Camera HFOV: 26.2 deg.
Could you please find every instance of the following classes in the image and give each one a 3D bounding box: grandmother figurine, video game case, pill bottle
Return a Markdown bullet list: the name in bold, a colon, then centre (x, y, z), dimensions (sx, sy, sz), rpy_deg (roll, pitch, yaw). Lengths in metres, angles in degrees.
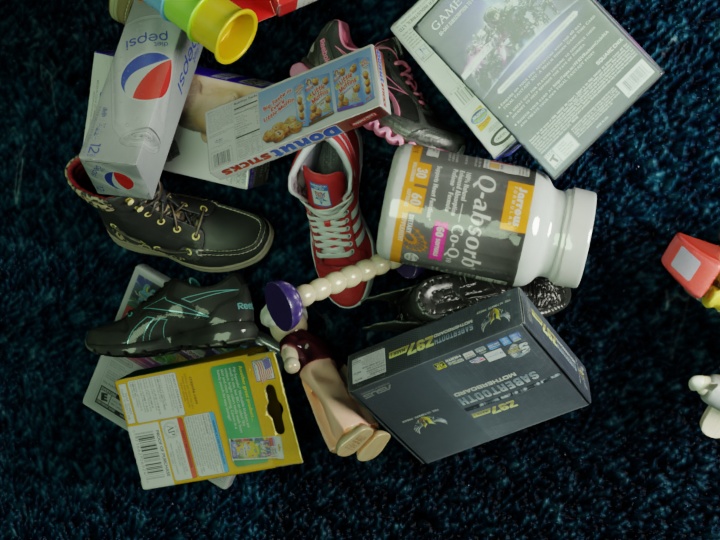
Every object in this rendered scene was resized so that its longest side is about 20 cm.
- **grandmother figurine**: centre (-0.047, 0.104, 1.609), dimensions (0.060, 0.121, 0.201), rpy_deg (-38, 59, 8)
- **video game case**: centre (-0.196, 0.118, 1.718), dimensions (0.199, 0.023, 0.183), rpy_deg (29, 109, 13)
- **pill bottle**: centre (0.121, -0.049, 1.491), dimensions (0.198, 0.116, 0.117), rpy_deg (11, 104, 4)
- **video game case**: centre (0.165, -0.207, 1.448), dimensions (0.143, 0.019, 0.200), rpy_deg (-45, 83, 19)

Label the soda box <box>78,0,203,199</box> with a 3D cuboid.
- **soda box**: centre (-0.217, -0.175, 1.548), dimensions (0.063, 0.068, 0.202), rpy_deg (8, 62, 13)

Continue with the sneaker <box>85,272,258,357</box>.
- **sneaker**: centre (-0.204, 0.052, 1.668), dimensions (0.198, 0.075, 0.080), rpy_deg (-8, 84, 15)

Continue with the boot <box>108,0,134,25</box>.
- **boot**: centre (-0.158, -0.305, 1.596), dimensions (0.154, 0.072, 0.201), rpy_deg (39, 108, 7)

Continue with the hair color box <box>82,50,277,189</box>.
- **hair color box**: centre (-0.190, -0.162, 1.640), dimensions (0.198, 0.065, 0.110), rpy_deg (13, 104, 15)

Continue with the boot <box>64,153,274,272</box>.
- **boot**: centre (-0.202, -0.065, 1.613), dimensions (0.198, 0.151, 0.074), rpy_deg (12, 71, 22)

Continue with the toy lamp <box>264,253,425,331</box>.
- **toy lamp**: centre (0.000, 0.000, 1.543), dimensions (0.058, 0.199, 0.059), rpy_deg (36, 137, 42)

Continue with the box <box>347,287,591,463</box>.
- **box**: centre (0.109, 0.110, 1.545), dimensions (0.199, 0.051, 0.158), rpy_deg (-22, 137, 22)

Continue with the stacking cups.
- **stacking cups**: centre (-0.192, -0.278, 1.536), dimensions (0.199, 0.060, 0.061), rpy_deg (36, 111, 24)

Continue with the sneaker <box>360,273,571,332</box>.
- **sneaker**: centre (0.105, 0.032, 1.571), dimensions (0.198, 0.104, 0.061), rpy_deg (-4, 78, -15)

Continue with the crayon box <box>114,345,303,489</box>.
- **crayon box**: centre (-0.156, 0.158, 1.671), dimensions (0.198, 0.052, 0.127), rpy_deg (-12, 96, 23)

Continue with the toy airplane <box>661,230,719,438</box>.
- **toy airplane**: centre (0.390, 0.050, 1.432), dimensions (0.197, 0.141, 0.202), rpy_deg (-11, 96, 20)

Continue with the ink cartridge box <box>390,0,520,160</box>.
- **ink cartridge box**: centre (0.144, -0.204, 1.504), dimensions (0.136, 0.076, 0.201), rpy_deg (-40, 84, 21)

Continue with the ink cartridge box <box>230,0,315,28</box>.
- **ink cartridge box**: centre (-0.049, -0.329, 1.513), dimensions (0.199, 0.067, 0.117), rpy_deg (-24, 93, -4)

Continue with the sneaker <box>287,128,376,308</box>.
- **sneaker**: centre (-0.028, -0.053, 1.574), dimensions (0.071, 0.112, 0.202), rpy_deg (-4, 100, 11)

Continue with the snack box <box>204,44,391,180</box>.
- **snack box**: centre (-0.065, -0.156, 1.530), dimensions (0.199, 0.024, 0.073), rpy_deg (-19, 62, 24)

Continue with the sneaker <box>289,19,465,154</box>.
- **sneaker**: centre (0.028, -0.185, 1.558), dimensions (0.199, 0.079, 0.096), rpy_deg (32, 98, 10)
